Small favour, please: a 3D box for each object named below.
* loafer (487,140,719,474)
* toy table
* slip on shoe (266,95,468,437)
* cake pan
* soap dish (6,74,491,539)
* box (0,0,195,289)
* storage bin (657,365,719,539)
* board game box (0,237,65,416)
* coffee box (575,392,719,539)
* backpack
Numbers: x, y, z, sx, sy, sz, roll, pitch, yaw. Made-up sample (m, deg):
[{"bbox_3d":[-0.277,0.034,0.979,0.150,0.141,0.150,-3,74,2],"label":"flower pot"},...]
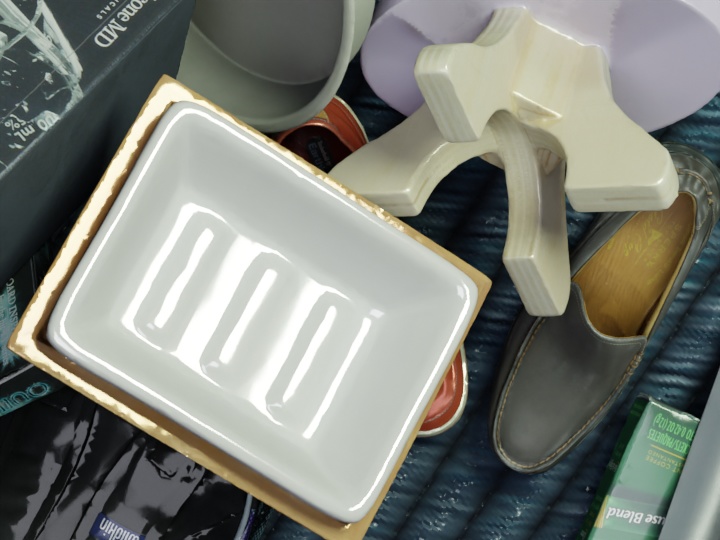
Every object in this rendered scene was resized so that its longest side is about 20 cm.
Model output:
[{"bbox_3d":[0.124,0.024,1.307,0.072,0.072,0.201,27,104,2],"label":"loafer"},{"bbox_3d":[0.081,-0.078,1.240,0.199,0.118,0.184,-11,135,34],"label":"toy table"},{"bbox_3d":[0.000,0.000,1.329,0.074,0.061,0.201,-21,98,10],"label":"slip on shoe"},{"bbox_3d":[-0.068,-0.169,1.270,0.200,0.037,0.201,26,132,33],"label":"cake pan"},{"bbox_3d":[-0.055,0.023,1.218,0.199,0.081,0.158,32,74,-12],"label":"soap dish"},{"bbox_3d":[-0.221,-0.108,1.251,0.196,0.200,0.124,34,144,8],"label":"box"},{"bbox_3d":[0.257,0.100,1.241,0.134,0.145,0.201,25,73,-15],"label":"storage bin"},{"bbox_3d":[-0.225,0.007,1.311,0.135,0.201,0.028,-25,137,13],"label":"board game box"},{"bbox_3d":[0.165,0.182,1.314,0.122,0.044,0.201,24,89,-4],"label":"coffee box"},{"bbox_3d":[-0.150,0.147,1.330,0.177,0.151,0.201,28,93,9],"label":"backpack"}]
